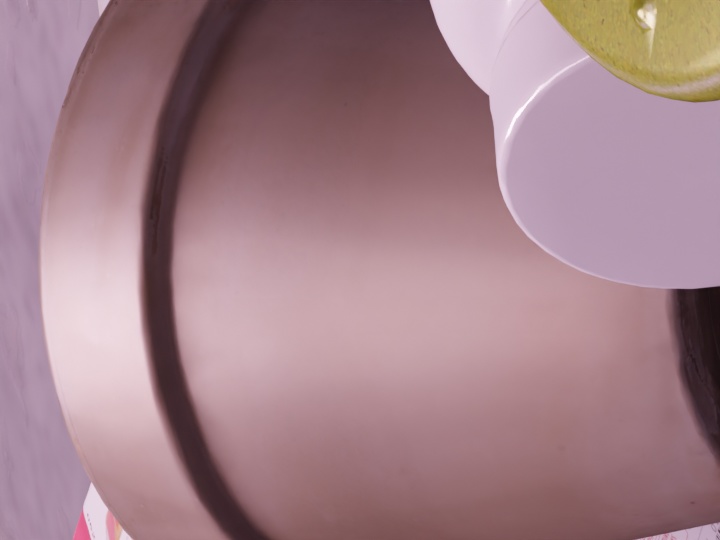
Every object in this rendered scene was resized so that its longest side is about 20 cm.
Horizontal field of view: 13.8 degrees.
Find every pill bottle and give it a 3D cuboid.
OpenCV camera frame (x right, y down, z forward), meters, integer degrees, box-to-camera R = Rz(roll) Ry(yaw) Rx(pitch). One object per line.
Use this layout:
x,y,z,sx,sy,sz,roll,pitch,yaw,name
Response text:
0.069,-0.098,0.672,0.112,0.112,0.200,107,166,-49,pill bottle

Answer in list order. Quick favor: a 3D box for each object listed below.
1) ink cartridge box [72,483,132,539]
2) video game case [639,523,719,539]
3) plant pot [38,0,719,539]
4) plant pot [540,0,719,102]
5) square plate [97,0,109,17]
-0.042,0.124,1.124,0.200,0.083,0.145,116,136,-64,ink cartridge box
0.075,0.079,0.948,0.182,0.022,0.200,56,150,37,video game case
0.044,-0.002,0.782,0.173,0.200,0.200,4,108,41,plant pot
0.124,-0.112,0.530,0.200,0.193,0.201,43,140,51,plant pot
-0.063,-0.119,1.132,0.198,0.028,0.200,22,122,60,square plate
